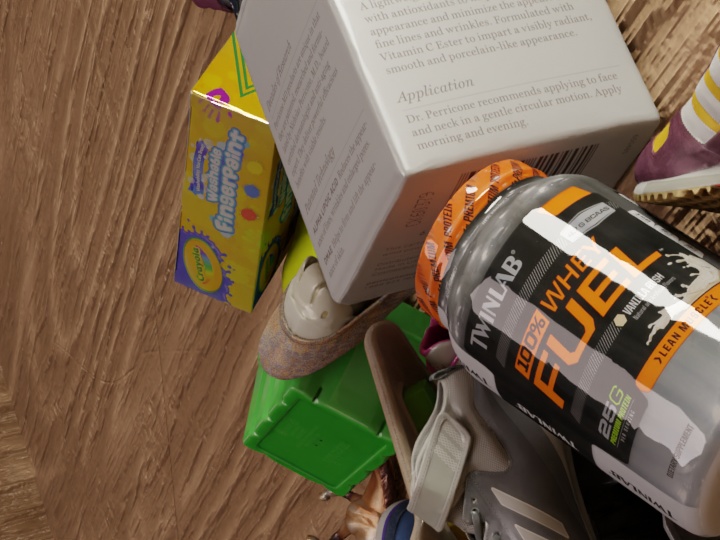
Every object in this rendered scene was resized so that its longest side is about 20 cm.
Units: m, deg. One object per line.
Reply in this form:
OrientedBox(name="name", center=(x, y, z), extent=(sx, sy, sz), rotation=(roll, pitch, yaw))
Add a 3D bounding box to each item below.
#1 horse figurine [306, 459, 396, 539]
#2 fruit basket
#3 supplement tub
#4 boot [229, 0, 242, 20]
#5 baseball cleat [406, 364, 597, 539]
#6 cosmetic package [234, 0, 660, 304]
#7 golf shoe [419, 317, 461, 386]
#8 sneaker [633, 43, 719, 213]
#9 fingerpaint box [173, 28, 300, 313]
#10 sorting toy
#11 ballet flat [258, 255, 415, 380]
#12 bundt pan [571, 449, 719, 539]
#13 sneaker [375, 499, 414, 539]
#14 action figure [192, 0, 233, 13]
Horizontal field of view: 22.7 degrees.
OrientedBox(name="horse figurine", center=(0.006, 0.247, 1.500), extent=(0.132, 0.050, 0.201), rotation=(-28, 67, 51))
OrientedBox(name="fruit basket", center=(-0.002, 0.043, 1.350), extent=(0.217, 0.155, 0.216), rotation=(-61, 6, 10))
OrientedBox(name="supplement tub", center=(0.130, 0.032, 0.905), extent=(0.200, 0.122, 0.123), rotation=(34, 137, 31))
OrientedBox(name="boot", center=(-0.094, -0.245, 1.374), extent=(0.090, 0.073, 0.200), rotation=(24, 153, 11))
OrientedBox(name="baseball cleat", center=(0.083, 0.147, 0.979), extent=(0.070, 0.106, 0.201), rotation=(101, 156, -72))
OrientedBox(name="cosmetic package", center=(0.042, -0.116, 1.056), extent=(0.165, 0.164, 0.201), rotation=(118, 135, -60))
OrientedBox(name="golf shoe", center=(0.081, 0.070, 1.169), extent=(0.075, 0.091, 0.201), rotation=(16, 118, 65))
OrientedBox(name="sneaker", center=(0.192, -0.080, 0.847), extent=(0.200, 0.074, 0.091), rotation=(161, 114, -70))
OrientedBox(name="fingerpaint box", center=(-0.069, -0.098, 1.350), extent=(0.073, 0.167, 0.201), rotation=(22, 138, 9))
OrientedBox(name="sorting toy", center=(0.067, 0.149, 1.123), extent=(0.185, 0.036, 0.201), rotation=(56, -165, -37))
OrientedBox(name="ballet flat", center=(0.000, 0.000, 1.200), extent=(0.068, 0.200, 0.067), rotation=(59, -167, 29))
OrientedBox(name="bundt pan", center=(0.160, 0.142, 1.028), extent=(0.202, 0.075, 0.203), rotation=(166, 90, -69))
OrientedBox(name="sneaker", center=(0.086, 0.242, 1.289), extent=(0.146, 0.080, 0.201), rotation=(-47, 55, 56))
OrientedBox(name="action figure", center=(-0.148, -0.261, 1.475), extent=(0.200, 0.148, 0.135), rotation=(50, -159, -58))
